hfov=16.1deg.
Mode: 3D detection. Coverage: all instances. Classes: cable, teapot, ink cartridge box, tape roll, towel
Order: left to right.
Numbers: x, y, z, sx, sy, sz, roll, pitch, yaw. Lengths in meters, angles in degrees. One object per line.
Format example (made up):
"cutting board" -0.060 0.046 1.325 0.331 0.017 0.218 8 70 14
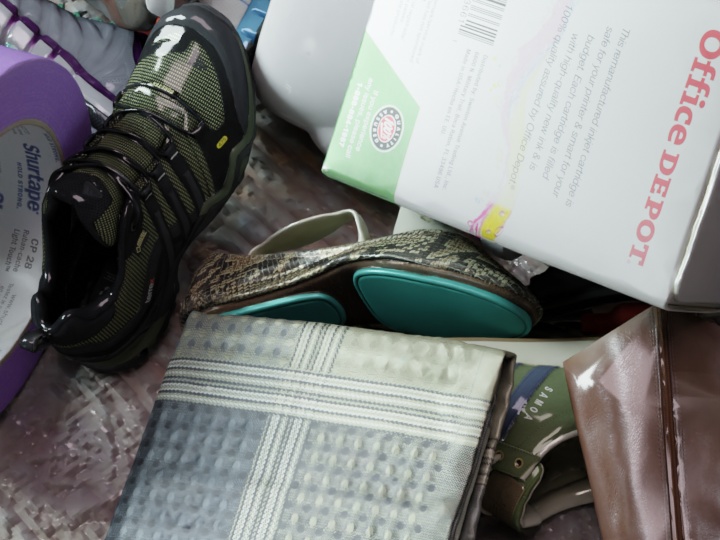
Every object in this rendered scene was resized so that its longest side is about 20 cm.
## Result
"tape roll" -0.209 -0.017 1.287 0.065 0.201 0.201 17 58 17
"towel" -0.030 0.118 1.230 0.199 0.035 0.193 7 67 32
"teapot" 0.038 -0.152 1.376 0.145 0.201 0.198 21 41 2
"cable" 0.095 0.026 1.335 0.199 0.050 0.098 -18 63 8
"ink cartridge box" 0.101 -0.080 1.224 0.199 0.087 0.146 22 99 30

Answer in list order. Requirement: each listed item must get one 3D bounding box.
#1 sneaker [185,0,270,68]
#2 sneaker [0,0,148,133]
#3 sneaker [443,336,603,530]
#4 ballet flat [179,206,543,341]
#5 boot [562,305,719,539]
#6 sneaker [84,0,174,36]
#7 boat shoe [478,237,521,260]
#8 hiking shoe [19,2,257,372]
"sneaker" -0.079 -0.165 1.432 0.086 0.075 0.201 22 53 -1
"sneaker" -0.173 -0.123 1.452 0.200 0.075 0.087 41 49 22
"sneaker" 0.065 0.086 1.265 0.199 0.067 0.090 -4 50 0
"ballet flat" 0.000 0.000 1.312 0.199 0.068 0.076 -6 53 23
"boot" 0.107 0.119 1.197 0.185 0.064 0.201 -3 80 -12
"sneaker" -0.154 -0.176 1.423 0.081 0.078 0.200 6 9 -21
"boat shoe" 0.101 -0.103 1.324 0.056 0.069 0.201 24 87 22
"hiking shoe" -0.114 -0.044 1.314 0.075 0.101 0.201 18 90 18
